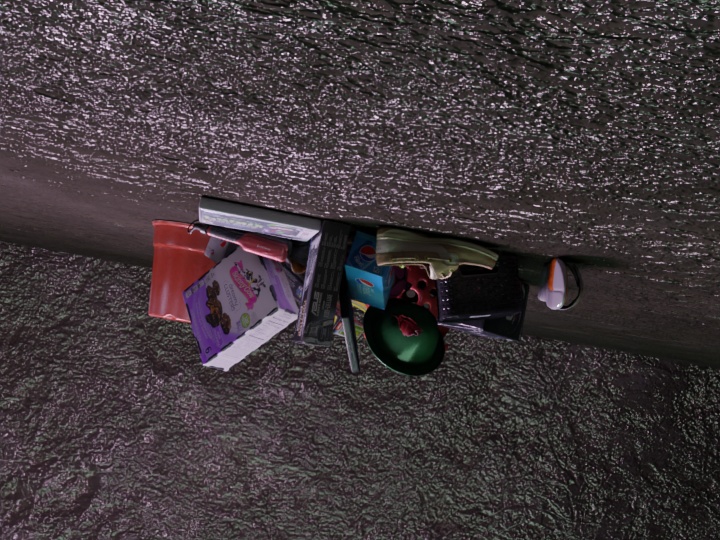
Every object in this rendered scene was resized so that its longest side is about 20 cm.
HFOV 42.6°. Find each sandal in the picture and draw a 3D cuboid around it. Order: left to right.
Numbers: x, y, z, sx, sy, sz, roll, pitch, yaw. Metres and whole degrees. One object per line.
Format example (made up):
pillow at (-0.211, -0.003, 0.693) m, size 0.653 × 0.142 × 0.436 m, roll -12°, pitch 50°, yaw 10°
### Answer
sandal at (0.332, 0.021, 1.506) m, size 0.058 × 0.080 × 0.207 m, roll 8°, pitch -177°, yaw 3°

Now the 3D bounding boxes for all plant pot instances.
plant pot at (-0.362, 0.011, 1.961) m, size 0.198 × 0.198 × 0.201 m, roll 10°, pitch 174°, yaw 1°
plant pot at (0.102, 0.074, 1.885) m, size 0.198 × 0.185 × 0.200 m, roll 10°, pitch 177°, yaw 1°

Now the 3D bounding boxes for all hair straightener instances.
hair straightener at (-0.218, -0.060, 1.679) m, size 0.197 × 0.041 × 0.077 m, roll 11°, pitch -164°, yaw 8°

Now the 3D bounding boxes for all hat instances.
hat at (0.110, 0.078, 1.646) m, size 0.164 × 0.202 × 0.177 m, roll 1°, pitch 140°, yaw -25°

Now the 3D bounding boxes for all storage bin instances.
storage bin at (0.201, 0.036, 1.598) m, size 0.133 × 0.095 × 0.200 m, roll -5°, pitch 175°, yaw 2°

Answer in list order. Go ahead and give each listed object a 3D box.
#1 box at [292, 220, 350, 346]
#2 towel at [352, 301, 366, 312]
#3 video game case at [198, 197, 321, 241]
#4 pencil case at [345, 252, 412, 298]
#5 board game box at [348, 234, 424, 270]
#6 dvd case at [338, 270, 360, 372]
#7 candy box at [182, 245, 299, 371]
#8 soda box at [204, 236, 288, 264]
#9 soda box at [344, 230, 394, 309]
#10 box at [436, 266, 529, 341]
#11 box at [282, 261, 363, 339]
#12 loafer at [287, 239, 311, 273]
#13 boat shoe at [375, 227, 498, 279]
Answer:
box at (-0.066, 0.026, 1.551) m, size 0.049 × 0.203 × 0.158 m, roll 11°, pitch 175°, yaw -8°
towel at (-0.030, 0.040, 1.964) m, size 0.085 × 0.018 × 0.200 m, roll 25°, pitch 167°, yaw 20°
video game case at (-0.174, -0.083, 1.562) m, size 0.197 × 0.024 × 0.182 m, roll 11°, pitch 174°, yaw -9°
pencil case at (0.000, 0.000, 1.789) m, size 0.198 × 0.094 × 0.091 m, roll 10°, pitch 151°, yaw 38°
board game box at (0.052, -0.028, 1.634) m, size 0.157 × 0.039 × 0.199 m, roll 13°, pitch 173°, yaw -33°
dvd case at (-0.026, 0.060, 1.648) m, size 0.017 × 0.201 × 0.144 m, roll -9°, pitch 133°, yaw 1°
candy box at (-0.226, 0.061, 1.731) m, size 0.199 × 0.169 × 0.071 m, roll -37°, pitch 148°, yaw 21°
soda box at (-0.210, -0.032, 1.848) m, size 0.199 × 0.069 × 0.063 m, roll 16°, pitch -169°, yaw -46°
soda box at (0.018, 0.003, 1.581) m, size 0.067 × 0.065 × 0.200 m, roll 17°, pitch 164°, yaw 8°
box at (0.245, 0.065, 1.823) m, size 0.105 × 0.124 × 0.199 m, roll 7°, pitch 174°, yaw 32°
box at (-0.088, 0.055, 1.803) m, size 0.200 × 0.035 × 0.110 m, roll 41°, pitch -174°, yaw 29°
loafer at (-0.120, -0.031, 1.746) m, size 0.072 × 0.073 × 0.199 m, roll 11°, pitch 175°, yaw -27°
boat shoe at (0.119, -0.019, 1.465) m, size 0.197 × 0.067 × 0.074 m, roll 10°, pitch 175°, yaw -1°
